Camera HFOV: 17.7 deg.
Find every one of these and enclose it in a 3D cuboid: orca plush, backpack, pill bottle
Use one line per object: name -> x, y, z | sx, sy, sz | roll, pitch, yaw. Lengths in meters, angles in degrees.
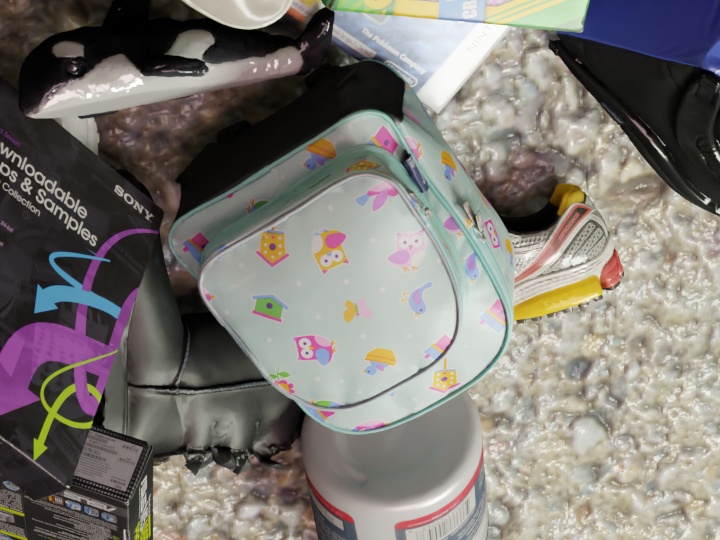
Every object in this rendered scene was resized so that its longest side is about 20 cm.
orca plush -> -0.110, -0.138, 1.333 | 0.199, 0.105, 0.072 | -13, 89, -19
backpack -> 0.254, -0.120, 1.439 | 0.168, 0.162, 0.200 | -47, 124, -9
backpack -> 0.000, 0.000, 1.406 | 0.175, 0.154, 0.200 | -31, 119, 15
pill bottle -> 0.027, 0.159, 1.561 | 0.119, 0.120, 0.200 | -16, 145, -7

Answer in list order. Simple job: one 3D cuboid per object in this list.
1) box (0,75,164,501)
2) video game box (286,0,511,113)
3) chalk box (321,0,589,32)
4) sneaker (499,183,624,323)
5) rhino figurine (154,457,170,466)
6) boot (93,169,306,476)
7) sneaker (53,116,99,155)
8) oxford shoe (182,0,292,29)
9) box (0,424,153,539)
box -> -0.192, 0.006, 1.287 | 0.036, 0.201, 0.143 | -22, 130, 38
video game box -> 0.029, -0.214, 1.377 | 0.199, 0.047, 0.182 | 30, 107, -31
chalk box -> 0.028, -0.217, 1.272 | 0.199, 0.125, 0.125 | 3, 121, -18
sneaker -> 0.069, -0.001, 1.525 | 0.199, 0.078, 0.083 | -20, 105, -3
rhino figurine -> -0.189, 0.101, 1.500 | 0.088, 0.060, 0.200 | -56, 130, -23
boot -> -0.107, 0.037, 1.477 | 0.162, 0.073, 0.200 | 0, 95, -38
sneaker -> -0.228, -0.027, 1.384 | 0.201, 0.076, 0.080 | -58, 158, 19
oxford shoe -> -0.095, -0.204, 1.257 | 0.075, 0.058, 0.200 | -43, 127, -11
box -> -0.227, 0.130, 1.433 | 0.199, 0.044, 0.161 | 17, 150, 6
